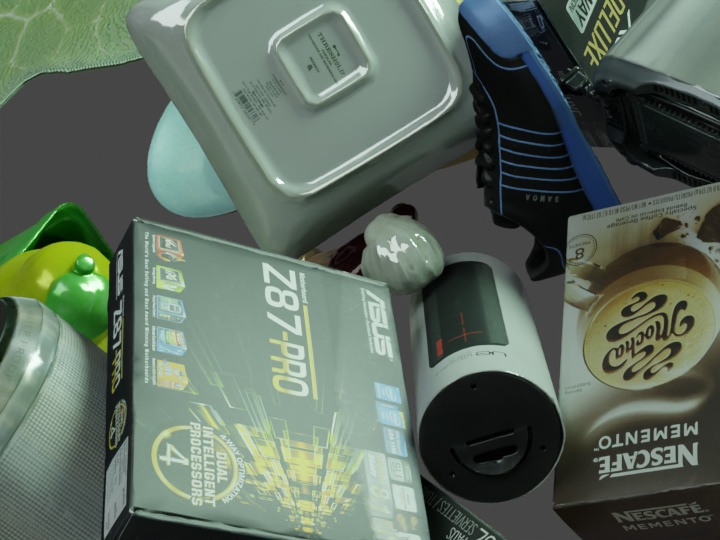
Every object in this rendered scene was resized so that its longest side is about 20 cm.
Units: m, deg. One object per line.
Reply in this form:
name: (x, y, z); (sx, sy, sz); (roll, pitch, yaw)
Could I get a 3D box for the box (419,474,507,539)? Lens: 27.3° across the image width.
box: (0.003, 0.219, 0.826); (0.200, 0.124, 0.148); (-51, 42, -7)

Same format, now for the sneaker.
sneaker: (0.100, -0.080, 0.938); (0.078, 0.200, 0.070); (-29, 22, 8)

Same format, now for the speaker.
speaker: (0.070, 0.058, 0.877); (0.081, 0.081, 0.200); (-33, 16, 12)

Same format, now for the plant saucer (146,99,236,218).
plant saucer: (-0.085, -0.117, 1.223); (0.201, 0.039, 0.201); (-20, 48, 24)

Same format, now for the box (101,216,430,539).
box: (-0.053, 0.073, 0.783); (0.049, 0.161, 0.200); (-55, 28, 37)

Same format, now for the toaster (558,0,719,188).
toaster: (0.238, -0.116, 0.909); (0.200, 0.114, 0.129); (30, 74, 32)

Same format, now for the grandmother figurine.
grandmother figurine: (0.000, 0.000, 0.992); (0.121, 0.061, 0.200); (-58, 15, -17)

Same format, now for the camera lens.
camera lens: (-0.171, 0.124, 0.818); (0.160, 0.200, 0.160); (-37, 27, 23)

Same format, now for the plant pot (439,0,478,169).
plant pot: (0.039, -0.150, 1.065); (0.142, 0.200, 0.200); (12, 64, 18)

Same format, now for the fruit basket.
fruit basket: (-0.203, 0.054, 0.953); (0.215, 0.156, 0.216); (-24, 29, 14)

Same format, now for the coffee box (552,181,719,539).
coffee box: (0.180, 0.057, 0.853); (0.113, 0.080, 0.201); (-13, 50, 28)

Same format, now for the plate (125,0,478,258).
plate: (-0.024, -0.136, 0.968); (0.200, 0.200, 0.032); (-32, 0, -1)

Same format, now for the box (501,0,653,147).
box: (0.167, -0.210, 1.018); (0.050, 0.158, 0.200); (5, 60, 40)
